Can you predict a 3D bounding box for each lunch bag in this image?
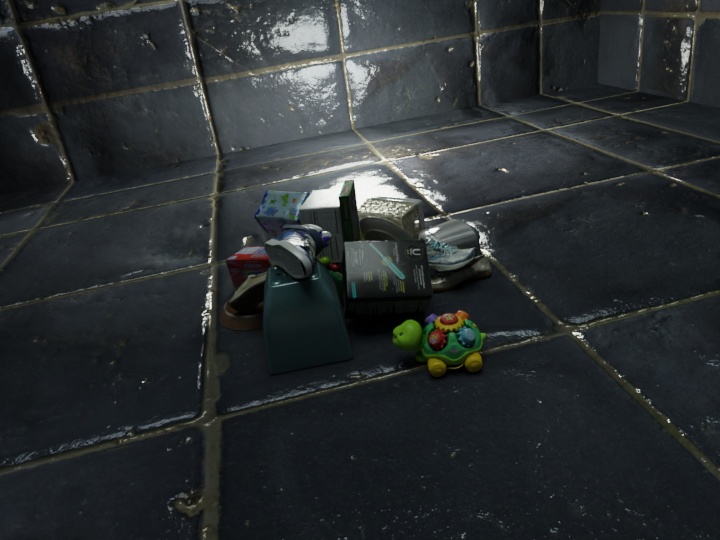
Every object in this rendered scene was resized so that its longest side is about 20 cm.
[{"bbox_3d":[-0.195,-0.141,1.748,0.169,0.200,0.128,9,66,27],"label":"lunch bag"}]

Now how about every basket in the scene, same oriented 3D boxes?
[{"bbox_3d":[0.088,-0.147,1.814,0.199,0.136,0.123,9,33,32],"label":"basket"}]

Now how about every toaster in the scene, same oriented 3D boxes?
[{"bbox_3d":[0.250,-0.074,1.639,0.129,0.114,0.200,-17,23,-11],"label":"toaster"}]

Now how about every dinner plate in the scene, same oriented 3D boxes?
[{"bbox_3d":[0.074,-0.074,1.612,0.199,0.200,0.024,11,56,35],"label":"dinner plate"}]

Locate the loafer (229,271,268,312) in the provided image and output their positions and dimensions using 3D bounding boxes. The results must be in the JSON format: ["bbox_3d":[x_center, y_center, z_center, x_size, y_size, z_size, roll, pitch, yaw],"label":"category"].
[{"bbox_3d":[-0.255,0.039,1.449,0.199,0.076,0.069,-25,45,32],"label":"loafer"}]

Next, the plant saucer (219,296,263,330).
[{"bbox_3d":[-0.285,0.094,1.557,0.199,0.035,0.200,-8,26,4],"label":"plant saucer"}]

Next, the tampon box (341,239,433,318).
[{"bbox_3d":[0.059,0.022,1.392,0.199,0.126,0.151,-1,64,-6],"label":"tampon box"}]

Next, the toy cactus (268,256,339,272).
[{"bbox_3d":[-0.166,0.020,1.492,0.200,0.165,0.102,-47,-9,10],"label":"toy cactus"}]

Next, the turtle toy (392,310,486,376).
[{"bbox_3d":[0.168,0.145,1.229,0.199,0.102,0.146,-8,26,2],"label":"turtle toy"}]

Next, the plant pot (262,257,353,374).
[{"bbox_3d":[-0.136,0.088,1.331,0.195,0.201,0.196,-11,26,-3],"label":"plant pot"}]

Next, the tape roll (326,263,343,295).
[{"bbox_3d":[0.000,0.000,1.559,0.199,0.048,0.201,-7,26,3],"label":"tape roll"}]

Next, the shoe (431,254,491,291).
[{"bbox_3d":[0.256,0.005,1.543,0.199,0.054,0.070,-16,27,-14],"label":"shoe"}]

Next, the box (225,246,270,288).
[{"bbox_3d":[-0.276,-0.010,1.673,0.199,0.096,0.100,-1,25,29],"label":"box"}]

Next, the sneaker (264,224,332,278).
[{"bbox_3d":[-0.116,-0.056,1.294,0.146,0.081,0.200,-27,25,-25],"label":"sneaker"}]

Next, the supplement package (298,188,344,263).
[{"bbox_3d":[-0.089,-0.124,1.585,0.110,0.157,0.200,-3,21,8],"label":"supplement package"}]

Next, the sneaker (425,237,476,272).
[{"bbox_3d":[0.202,-0.043,1.512,0.199,0.087,0.078,-9,15,21],"label":"sneaker"}]

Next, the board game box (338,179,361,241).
[{"bbox_3d":[-0.026,-0.126,1.539,0.029,0.201,0.135,-3,26,8],"label":"board game box"}]
